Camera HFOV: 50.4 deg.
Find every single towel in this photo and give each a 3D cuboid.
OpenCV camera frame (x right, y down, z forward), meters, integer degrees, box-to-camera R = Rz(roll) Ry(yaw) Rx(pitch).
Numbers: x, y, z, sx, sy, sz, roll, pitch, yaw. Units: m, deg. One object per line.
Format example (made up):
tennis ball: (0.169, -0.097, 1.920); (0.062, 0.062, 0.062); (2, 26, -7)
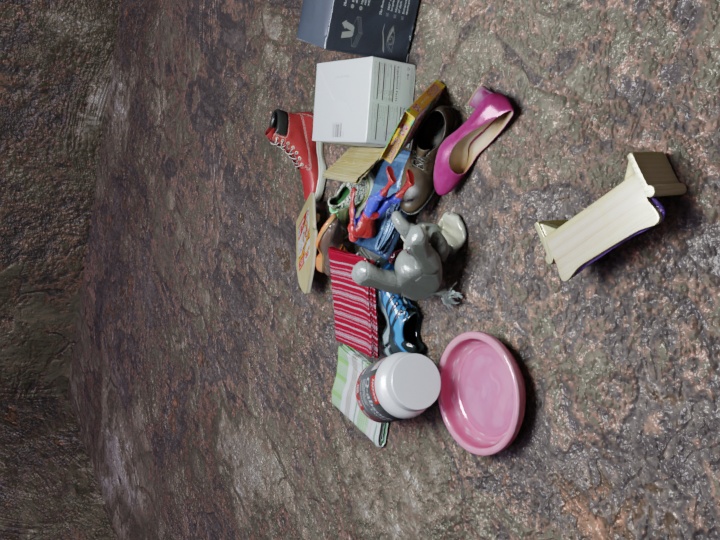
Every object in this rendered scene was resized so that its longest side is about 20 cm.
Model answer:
towel: (0.051, -0.131, 1.461); (0.111, 0.048, 0.205); (24, 94, 53)
towel: (-0.001, 0.260, 1.611); (0.199, 0.030, 0.153); (30, 114, 51)
towel: (-0.016, 0.061, 1.504); (0.143, 0.022, 0.206); (19, 118, 52)

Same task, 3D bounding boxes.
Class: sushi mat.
sushi mat: (-0.013, -0.214, 1.542); (0.012, 0.095, 0.199); (51, 169, -22)

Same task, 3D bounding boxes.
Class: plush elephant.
plush elephant: (0.102, -0.038, 1.359); (0.164, 0.198, 0.158); (-38, 37, 34)

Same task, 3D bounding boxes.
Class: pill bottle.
pill bottle: (0.068, 0.213, 1.393); (0.200, 0.113, 0.119); (138, 124, -68)

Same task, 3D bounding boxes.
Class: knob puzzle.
knob puzzle: (-0.113, -0.046, 1.723); (0.219, 0.030, 0.226); (-177, 90, -74)

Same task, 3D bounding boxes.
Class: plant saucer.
plant saucer: (0.208, 0.204, 1.287); (0.199, 0.050, 0.207); (1, 91, 56)

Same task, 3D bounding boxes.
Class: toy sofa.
toy sofa: (0.344, -0.069, 1.053); (0.200, 0.081, 0.100); (-42, 62, 47)

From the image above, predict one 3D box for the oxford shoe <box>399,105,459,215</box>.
oxford shoe: (0.107, -0.196, 1.356); (0.071, 0.084, 0.205); (23, 105, 20)

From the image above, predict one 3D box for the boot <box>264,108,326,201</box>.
boot: (-0.151, -0.255, 1.713); (0.072, 0.142, 0.206); (-2, 91, 52)

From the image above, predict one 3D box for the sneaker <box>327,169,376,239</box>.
sneaker: (-0.041, -0.137, 1.603); (0.201, 0.087, 0.078); (-56, 49, 41)

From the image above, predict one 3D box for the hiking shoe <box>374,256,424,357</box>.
hiking shoe: (0.079, 0.069, 1.464); (0.086, 0.073, 0.206); (-11, 91, 47)

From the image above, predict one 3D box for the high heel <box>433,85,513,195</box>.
high heel: (0.190, -0.204, 1.288); (0.203, 0.066, 0.096); (-61, 35, 19)

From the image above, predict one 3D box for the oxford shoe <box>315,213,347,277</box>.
oxford shoe: (-0.049, -0.048, 1.596); (0.072, 0.072, 0.201); (32, 156, 13)

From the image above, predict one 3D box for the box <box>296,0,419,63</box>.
box: (0.003, -0.511, 1.433); (0.117, 0.196, 0.202); (34, 118, 49)

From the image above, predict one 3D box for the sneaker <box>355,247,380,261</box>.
sneaker: (0.000, 0.000, 1.544); (0.078, 0.080, 0.204); (-115, 39, -53)

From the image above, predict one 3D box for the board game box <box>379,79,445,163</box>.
board game box: (0.092, -0.261, 1.339); (0.030, 0.200, 0.096); (34, 127, 6)

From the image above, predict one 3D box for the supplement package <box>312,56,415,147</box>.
supplement package: (0.003, -0.328, 1.514); (0.198, 0.109, 0.160); (15, 103, 55)

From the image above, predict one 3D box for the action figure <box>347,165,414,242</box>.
action figure: (0.022, -0.132, 1.384); (0.201, 0.064, 0.101); (-52, 41, 45)
